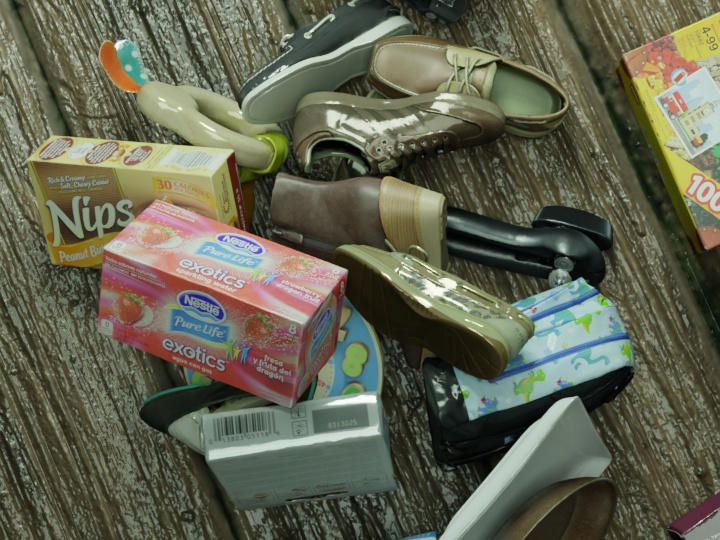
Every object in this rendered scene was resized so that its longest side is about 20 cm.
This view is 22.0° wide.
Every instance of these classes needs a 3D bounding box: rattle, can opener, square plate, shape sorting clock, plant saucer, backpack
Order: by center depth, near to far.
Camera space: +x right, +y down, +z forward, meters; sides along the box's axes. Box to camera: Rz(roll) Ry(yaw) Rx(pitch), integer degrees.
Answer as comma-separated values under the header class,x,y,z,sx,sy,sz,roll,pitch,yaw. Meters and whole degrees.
class,x,y,z,sx,sy,sz,roll,pitch,yaw
square plate,0.144,0.213,1.681,0.028,0.200,0.198,37,83,27
plant saucer,0.157,0.261,1.688,0.037,0.200,0.201,38,88,28
backpack,0.156,0.093,1.710,0.198,0.163,0.155,-9,69,1
shape sorting clock,-0.075,0.089,1.751,0.198,0.039,0.202,6,113,15
rattle,-0.179,-0.117,1.764,0.199,0.131,0.143,20,126,-16
can opener,0.141,-0.025,1.773,0.198,0.079,0.064,8,125,7

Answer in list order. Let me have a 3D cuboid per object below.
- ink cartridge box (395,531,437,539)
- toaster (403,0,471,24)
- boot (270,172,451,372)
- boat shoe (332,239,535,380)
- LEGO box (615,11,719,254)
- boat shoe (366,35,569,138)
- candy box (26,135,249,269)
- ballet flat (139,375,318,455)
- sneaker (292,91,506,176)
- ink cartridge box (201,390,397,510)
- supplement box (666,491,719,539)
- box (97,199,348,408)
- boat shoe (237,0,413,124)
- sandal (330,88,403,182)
class,x,y,z,sx,sy,sz,roll,pitch,yaw
ink cartridge box,-0.018,0.306,1.708,0.198,0.145,0.085,-11,86,2
toaster,0.043,-0.336,1.759,0.199,0.114,0.130,27,73,5
boot,0.000,0.000,1.744,0.165,0.072,0.201,6,120,13
boat shoe,0.061,0.029,1.652,0.199,0.074,0.063,32,52,26
LEGO box,0.350,-0.135,1.752,0.148,0.077,0.201,-23,85,2
boat shoe,0.107,-0.180,1.747,0.198,0.074,0.076,12,84,-12
candy box,-0.206,-0.058,1.732,0.198,0.055,0.116,6,123,23
ballet flat,-0.127,0.131,1.718,0.199,0.068,0.069,-22,58,30
sneaker,0.035,-0.119,1.722,0.198,0.071,0.076,2,66,9
ink cartridge box,-0.050,0.168,1.700,0.161,0.200,0.051,-8,71,2
supplement box,0.376,0.302,1.705,0.085,0.110,0.201,-32,85,0
box,-0.122,0.027,1.644,0.199,0.103,0.095,21,126,15
boat shoe,-0.042,-0.205,1.758,0.199,0.074,0.060,-32,67,-22
sandal,0.006,-0.085,1.775,0.079,0.057,0.203,13,92,5
